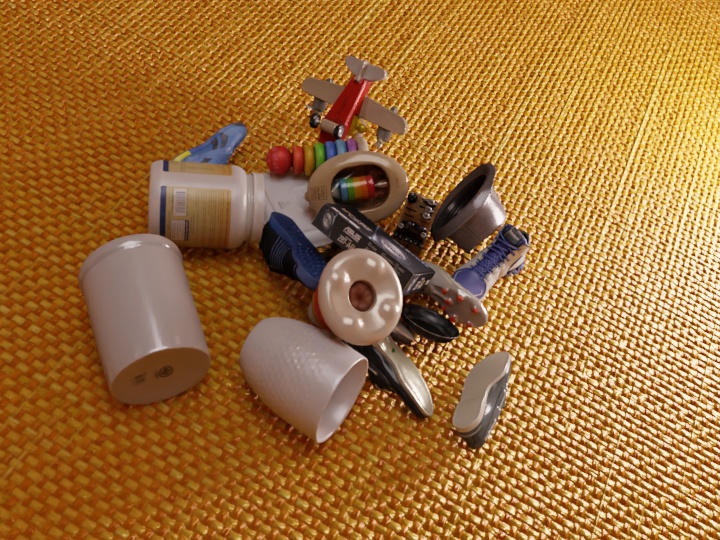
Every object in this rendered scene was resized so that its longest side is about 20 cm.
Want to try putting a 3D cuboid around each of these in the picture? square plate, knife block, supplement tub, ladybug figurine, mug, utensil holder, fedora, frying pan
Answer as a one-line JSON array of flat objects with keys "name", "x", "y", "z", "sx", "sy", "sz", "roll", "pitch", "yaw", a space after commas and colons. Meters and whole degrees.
[{"name": "square plate", "x": -0.104, "y": -0.131, "z": 1.579, "sx": 0.194, "sy": 0.029, "sz": 0.202, "roll": -15, "pitch": 58, "yaw": -26}, {"name": "knife block", "x": 0.112, "y": -0.116, "z": 1.533, "sx": 0.063, "sy": 0.177, "sz": 0.202, "roll": 22, "pitch": 49, "yaw": 2}, {"name": "supplement tub", "x": -0.271, "y": -0.114, "z": 1.442, "sx": 0.194, "sy": 0.146, "sz": 0.147, "roll": 3, "pitch": 52, "yaw": -14}, {"name": "ladybug figurine", "x": -0.008, "y": -0.153, "z": 1.534, "sx": 0.194, "sy": 0.072, "sz": 0.140, "roll": -5, "pitch": 97, "yaw": -4}, {"name": "mug", "x": -0.085, "y": 0.149, "z": 1.301, "sx": 0.173, "sy": 0.150, "sz": 0.199, "roll": 29, "pitch": 28, "yaw": 18}, {"name": "utensil holder", "x": -0.329, "y": 0.077, "z": 1.263, "sx": 0.166, "sy": 0.171, "sz": 0.203, "roll": -12, "pitch": 59, "yaw": -24}, {"name": "fedora", "x": 0.219, "y": -0.108, "z": 1.580, "sx": 0.090, "sy": 0.177, "sz": 0.201, "roll": 42, "pitch": 24, "yaw": -11}, {"name": "frying pan", "x": 0.087, "y": 0.080, "z": 1.436, "sx": 0.186, "sy": 0.032, "sz": 0.115, "roll": 22, "pitch": 18, "yaw": -6}]

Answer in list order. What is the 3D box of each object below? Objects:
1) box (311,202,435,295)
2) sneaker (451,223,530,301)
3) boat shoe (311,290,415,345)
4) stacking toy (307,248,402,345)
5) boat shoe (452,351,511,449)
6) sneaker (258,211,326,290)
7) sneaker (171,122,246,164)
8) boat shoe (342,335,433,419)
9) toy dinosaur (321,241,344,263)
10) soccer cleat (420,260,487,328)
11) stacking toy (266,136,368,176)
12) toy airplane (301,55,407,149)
[{"name": "box", "x": 0.025, "y": -0.038, "z": 1.407, "sx": 0.199, "sy": 0.044, "sz": 0.160, "roll": 39, "pitch": 12, "yaw": 14}, {"name": "sneaker", "x": 0.253, "y": -0.028, "z": 1.543, "sx": 0.197, "sy": 0.116, "sz": 0.081, "roll": -31, "pitch": 64, "yaw": -33}, {"name": "boat shoe", "x": 0.003, "y": 0.081, "z": 1.435, "sx": 0.197, "sy": 0.058, "sz": 0.067, "roll": 33, "pitch": 15, "yaw": 6}, {"name": "stacking toy", "x": -0.031, "y": 0.055, "z": 1.331, "sx": 0.143, "sy": 0.199, "sz": 0.150, "roll": 5, "pitch": 77, "yaw": -23}, {"name": "boat shoe", "x": 0.213, "y": 0.217, "z": 1.391, "sx": 0.063, "sy": 0.072, "sz": 0.201, "roll": 61, "pitch": 40, "yaw": -22}, {"name": "sneaker", "x": -0.120, "y": -0.017, "z": 1.428, "sx": 0.069, "sy": 0.079, "sz": 0.201, "roll": 10, "pitch": 30, "yaw": -36}, {"name": "sneaker", "x": -0.279, "y": -0.212, "z": 1.574, "sx": 0.078, "sy": 0.066, "sz": 0.200, "roll": 44, "pitch": 54, "yaw": 5}, {"name": "boat shoe", "x": 0.047, "y": 0.169, "z": 1.373, "sx": 0.201, "sy": 0.068, "sz": 0.072, "roll": 50, "pitch": 25, "yaw": 8}, {"name": "toy dinosaur", "x": 0.000, "y": 0.000, "z": 1.429, "sx": 0.197, "sy": 0.078, "sz": 0.102, "roll": 31, "pitch": 21, "yaw": 15}, {"name": "soccer cleat", "x": 0.152, "y": 0.032, "z": 1.495, "sx": 0.197, "sy": 0.070, "sz": 0.077, "roll": 31, "pitch": 39, "yaw": 17}, {"name": "stacking toy", "x": -0.085, "y": -0.212, "z": 1.585, "sx": 0.194, "sy": 0.086, "sz": 0.087, "roll": -4, "pitch": 53, "yaw": -11}, {"name": "toy airplane", "x": -0.016, "y": -0.333, "z": 1.689, "sx": 0.194, "sy": 0.141, "sz": 0.204, "roll": -18, "pitch": 66, "yaw": 6}]
